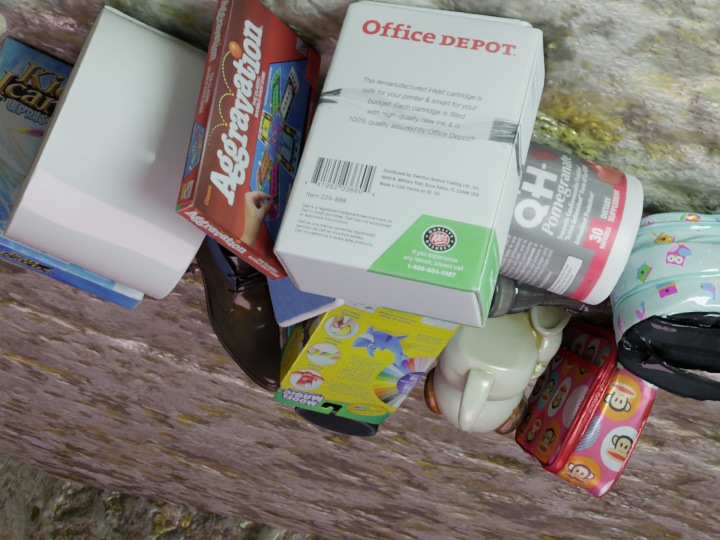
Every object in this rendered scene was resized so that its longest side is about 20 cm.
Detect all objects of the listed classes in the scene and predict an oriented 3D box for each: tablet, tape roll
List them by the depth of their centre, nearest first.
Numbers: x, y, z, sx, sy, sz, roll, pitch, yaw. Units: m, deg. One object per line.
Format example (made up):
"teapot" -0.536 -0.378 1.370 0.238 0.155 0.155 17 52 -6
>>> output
"tape roll" -0.189 -0.094 0.997 0.139 0.204 0.203 23 159 -17
"tablet" -0.062 -0.059 1.021 0.014 0.201 0.130 -10 174 -29

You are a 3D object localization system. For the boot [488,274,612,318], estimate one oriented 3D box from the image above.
"boot" 0.151 -0.006 1.106 0.173 0.070 0.200 1 -151 -27

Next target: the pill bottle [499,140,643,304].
"pill bottle" 0.116 -0.054 0.981 0.199 0.111 0.111 18 159 -3

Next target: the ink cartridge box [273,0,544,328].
"ink cartridge box" 0.041 -0.077 0.860 0.145 0.201 0.084 12 162 15

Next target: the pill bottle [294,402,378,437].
"pill bottle" 0.002 0.059 1.228 0.111 0.201 0.112 14 160 5

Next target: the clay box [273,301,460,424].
"clay box" 0.009 0.054 1.051 0.114 0.048 0.200 16 135 -19

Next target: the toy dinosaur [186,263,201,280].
"toy dinosaur" -0.138 -0.029 1.308 0.101 0.059 0.200 -14 -178 -21

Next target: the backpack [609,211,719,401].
"backpack" 0.301 0.027 0.999 0.199 0.127 0.167 4 148 -8

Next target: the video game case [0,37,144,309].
"video game case" -0.262 -0.087 1.101 0.199 0.182 0.045 23 158 -16

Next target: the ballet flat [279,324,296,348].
"ballet flat" -0.046 0.001 1.161 0.068 0.201 0.067 6 -172 -24

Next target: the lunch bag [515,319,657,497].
"lunch bag" 0.238 0.126 1.250 0.082 0.177 0.200 27 -179 -6

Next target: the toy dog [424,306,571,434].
"toy dog" 0.135 0.094 1.240 0.139 0.195 0.200 7 151 0

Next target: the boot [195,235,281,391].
"boot" -0.116 0.020 1.186 0.074 0.201 0.097 -24 169 -13

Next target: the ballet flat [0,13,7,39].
"ballet flat" -0.394 -0.232 1.009 0.199 0.068 0.062 16 150 4

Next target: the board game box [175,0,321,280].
"board game box" -0.077 -0.104 0.885 0.019 0.201 0.103 -17 143 35
